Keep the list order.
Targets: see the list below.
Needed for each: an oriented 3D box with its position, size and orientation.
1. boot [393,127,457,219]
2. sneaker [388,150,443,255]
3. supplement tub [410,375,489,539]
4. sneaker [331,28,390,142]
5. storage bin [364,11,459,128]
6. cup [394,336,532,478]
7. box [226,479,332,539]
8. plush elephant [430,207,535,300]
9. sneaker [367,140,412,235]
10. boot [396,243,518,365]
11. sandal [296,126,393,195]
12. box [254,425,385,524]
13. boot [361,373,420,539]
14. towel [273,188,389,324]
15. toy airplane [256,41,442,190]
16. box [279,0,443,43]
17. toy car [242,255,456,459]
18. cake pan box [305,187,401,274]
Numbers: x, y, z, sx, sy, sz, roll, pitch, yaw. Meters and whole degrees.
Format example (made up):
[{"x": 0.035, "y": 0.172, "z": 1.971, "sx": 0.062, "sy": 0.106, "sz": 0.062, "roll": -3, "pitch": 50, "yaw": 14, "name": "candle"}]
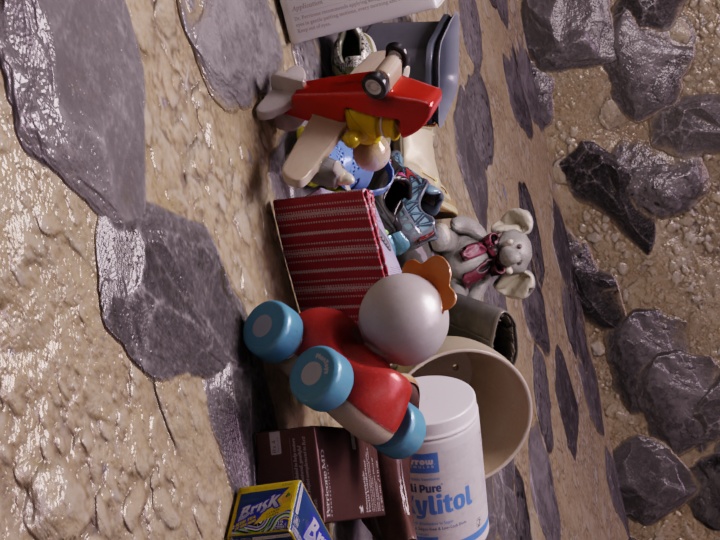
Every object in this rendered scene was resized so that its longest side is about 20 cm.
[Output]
[{"x": 0.097, "y": -0.162, "z": 2.085, "sx": 0.200, "sy": 0.072, "sz": 0.158, "roll": 19, "pitch": 65, "yaw": -64, "name": "boot"}, {"x": 0.072, "y": -0.098, "z": 1.913, "sx": 0.201, "sy": 0.094, "sz": 0.080, "roll": -95, "pitch": 170, "yaw": -45, "name": "sneaker"}, {"x": 0.091, "y": 0.250, "z": 1.699, "sx": 0.132, "sy": 0.130, "sz": 0.202, "roll": -63, "pitch": 148, "yaw": -63, "name": "supplement tub"}, {"x": -0.009, "y": -0.245, "z": 1.781, "sx": 0.089, "sy": 0.076, "sz": 0.202, "roll": 67, "pitch": 11, "yaw": -66, "name": "sneaker"}, {"x": 0.064, "y": -0.284, "z": 1.934, "sx": 0.200, "sy": 0.133, "sz": 0.147, "roll": -63, "pitch": 155, "yaw": -61, "name": "storage bin"}, {"x": 0.117, "y": 0.169, "z": 1.820, "sx": 0.143, "sy": 0.198, "sz": 0.202, "roll": -117, "pitch": -172, "yaw": -66, "name": "cup"}, {"x": -0.060, "y": 0.298, "z": 1.333, "sx": 0.065, "sy": 0.069, "sz": 0.201, "roll": -79, "pitch": 153, "yaw": -48, "name": "box"}, {"x": 0.218, "y": -0.021, "z": 2.250, "sx": 0.200, "sy": 0.153, "sz": 0.167, "roll": -33, "pitch": 112, "yaw": -71, "name": "plush elephant"}, {"x": 0.033, "y": -0.120, "z": 1.840, "sx": 0.077, "sy": 0.083, "sz": 0.202, "roll": 57, "pitch": 28, "yaw": -52, "name": "sneaker"}, {"x": 0.131, "y": 0.041, "z": 1.896, "sx": 0.200, "sy": 0.072, "sz": 0.183, "roll": 30, "pitch": -34, "yaw": 56, "name": "boot"}, {"x": -0.019, "y": -0.136, "z": 1.684, "sx": 0.200, "sy": 0.086, "sz": 0.081, "roll": 26, "pitch": 58, "yaw": -67, "name": "sandal"}, {"x": -0.040, "y": 0.220, "z": 1.441, "sx": 0.200, "sy": 0.074, "sz": 0.101, "roll": 18, "pitch": 63, "yaw": -69, "name": "box"}, {"x": 0.044, "y": 0.237, "z": 1.546, "sx": 0.167, "sy": 0.071, "sz": 0.201, "roll": -109, "pitch": -154, "yaw": -43, "name": "boot"}, {"x": -0.020, "y": 0.010, "z": 1.507, "sx": 0.022, "sy": 0.143, "sz": 0.202, "roll": -29, "pitch": 109, "yaw": -49, "name": "towel"}, {"x": -0.017, "y": -0.172, "z": 1.537, "sx": 0.142, "sy": 0.199, "sz": 0.199, "roll": 64, "pitch": -5, "yaw": -31, "name": "toy airplane"}, {"x": 0.001, "y": -0.409, "z": 1.709, "sx": 0.200, "sy": 0.197, "sz": 0.173, "roll": -62, "pitch": 139, "yaw": -65, "name": "box"}, {"x": 0.018, "y": 0.061, "z": 1.407, "sx": 0.177, "sy": 0.201, "sz": 0.184, "roll": 39, "pitch": 0, "yaw": 42, "name": "toy car"}, {"x": 0.000, "y": 0.000, "z": 1.646, "sx": 0.186, "sy": 0.052, "sz": 0.200, "roll": 66, "pitch": 17, "yaw": 11, "name": "cake pan box"}]
